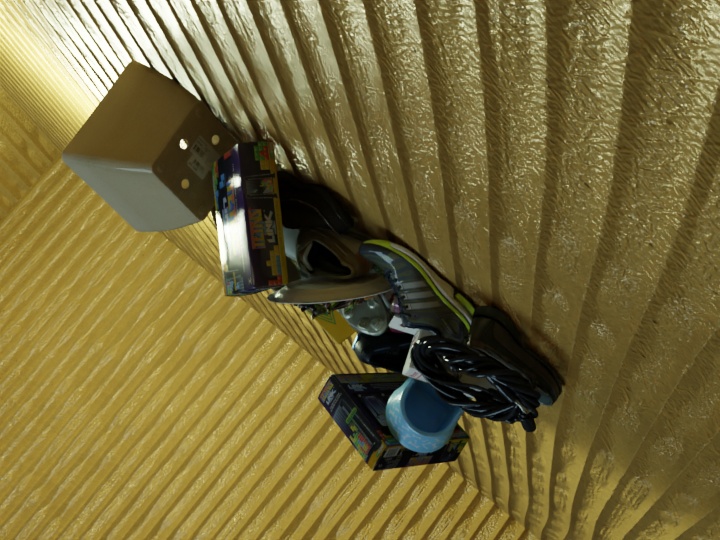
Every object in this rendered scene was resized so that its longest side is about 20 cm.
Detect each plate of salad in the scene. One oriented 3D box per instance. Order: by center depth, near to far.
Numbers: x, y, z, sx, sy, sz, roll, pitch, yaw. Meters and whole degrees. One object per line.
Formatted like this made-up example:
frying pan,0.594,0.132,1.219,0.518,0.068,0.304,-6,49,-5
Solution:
plate of salad,-0.038,0.038,1.561,0.200,0.197,0.049,-165,68,-67

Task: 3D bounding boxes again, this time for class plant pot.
plant pot,-0.300,-0.179,1.656,0.176,0.201,0.200,16,156,43

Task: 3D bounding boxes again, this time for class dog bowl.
dog bowl,0.121,0.182,1.627,0.111,0.201,0.050,36,153,3

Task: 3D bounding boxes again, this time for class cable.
cable,0.143,0.145,1.402,0.198,0.051,0.164,25,162,28

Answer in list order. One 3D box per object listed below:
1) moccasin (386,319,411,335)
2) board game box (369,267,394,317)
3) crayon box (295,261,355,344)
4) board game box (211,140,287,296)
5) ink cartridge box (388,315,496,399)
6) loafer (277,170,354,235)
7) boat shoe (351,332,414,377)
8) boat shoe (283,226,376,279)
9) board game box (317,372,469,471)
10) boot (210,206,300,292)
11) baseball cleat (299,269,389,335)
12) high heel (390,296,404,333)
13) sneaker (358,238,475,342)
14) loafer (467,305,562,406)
moccasin,0.075,0.131,1.788,0.073,0.079,0.200,29,-173,41
board game box,0.000,0.000,1.725,0.126,0.035,0.200,32,167,40
crayon box,-0.063,0.045,1.924,0.200,0.051,0.126,47,-162,-19
board game box,-0.162,-0.070,1.534,0.165,0.056,0.203,164,100,-70
ink cartridge box,0.129,0.134,1.550,0.197,0.068,0.116,18,169,1
loafer,-0.081,-0.084,1.557,0.073,0.072,0.199,47,168,-35
boat shoe,0.081,0.147,1.709,0.197,0.085,0.069,3,-155,-23
boat shoe,-0.066,-0.034,1.587,0.198,0.068,0.076,11,124,36
board game box,0.053,0.237,1.708,0.198,0.057,0.165,5,-148,-44
boot,-0.170,-0.047,1.741,0.201,0.072,0.155,51,180,-2
baseball cleat,-0.011,0.043,1.706,0.200,0.070,0.106,41,-176,33
high heel,0.099,0.073,1.642,0.095,0.068,0.200,22,166,8
sneaker,0.072,0.032,1.468,0.199,0.081,0.074,39,170,8
loafer,0.200,0.129,1.429,0.071,0.063,0.200,0,141,46
